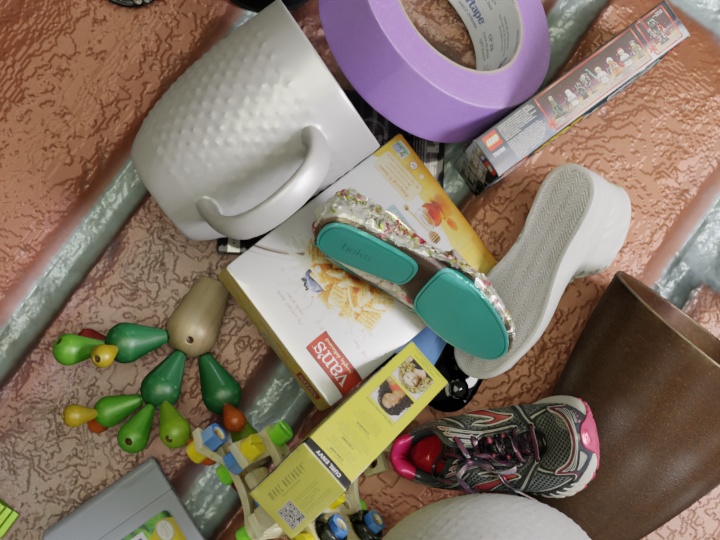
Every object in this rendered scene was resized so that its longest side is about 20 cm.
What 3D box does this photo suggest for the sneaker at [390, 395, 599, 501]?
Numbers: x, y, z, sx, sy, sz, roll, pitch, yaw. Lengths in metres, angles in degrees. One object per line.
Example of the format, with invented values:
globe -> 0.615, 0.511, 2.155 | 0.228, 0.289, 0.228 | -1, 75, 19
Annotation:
sneaker -> 0.110, 0.150, 1.225 | 0.074, 0.199, 0.082 | 4, 75, -42

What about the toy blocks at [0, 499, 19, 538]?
toy blocks -> -0.381, 0.161, 1.233 | 0.199, 0.137, 0.100 | 39, 85, 0

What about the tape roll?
tape roll -> 0.064, -0.211, 1.267 | 0.199, 0.066, 0.202 | 18, 56, -29

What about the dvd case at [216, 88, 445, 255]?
dvd case -> -0.025, -0.085, 1.331 | 0.198, 0.016, 0.151 | 2, 87, -4

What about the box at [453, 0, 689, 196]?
box -> 0.175, -0.143, 1.285 | 0.199, 0.137, 0.040 | -36, 88, -5

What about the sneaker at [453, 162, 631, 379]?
sneaker -> 0.165, 0.009, 1.295 | 0.074, 0.115, 0.201 | 39, 105, 29

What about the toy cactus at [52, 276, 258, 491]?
toy cactus -> -0.157, 0.087, 1.286 | 0.198, 0.102, 0.166 | 25, 66, 1

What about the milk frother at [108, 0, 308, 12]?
milk frother -> -0.127, -0.288, 1.253 | 0.200, 0.188, 0.181 | -42, 88, -5

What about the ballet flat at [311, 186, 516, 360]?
ballet flat -> 0.049, -0.005, 1.228 | 0.199, 0.064, 0.076 | 35, 127, -15

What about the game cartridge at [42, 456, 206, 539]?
game cartridge -> -0.177, 0.268, 1.247 | 0.133, 0.041, 0.200 | -36, 63, -4

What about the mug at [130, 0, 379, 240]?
mug -> -0.087, -0.098, 1.226 | 0.175, 0.200, 0.148 | -35, 126, 4

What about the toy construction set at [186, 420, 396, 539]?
toy construction set -> -0.043, 0.175, 1.243 | 0.092, 0.199, 0.132 | -46, 65, 32

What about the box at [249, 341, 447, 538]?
box -> -0.005, 0.129, 1.183 | 0.050, 0.200, 0.075 | 46, 121, 3

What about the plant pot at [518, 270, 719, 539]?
plant pot -> 0.228, 0.138, 1.263 | 0.186, 0.187, 0.201 | 36, 101, 0

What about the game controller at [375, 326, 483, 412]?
game controller -> 0.027, 0.034, 1.303 | 0.199, 0.042, 0.105 | 33, 86, -9

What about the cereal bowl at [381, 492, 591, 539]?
cereal bowl -> 0.098, 0.243, 1.215 | 0.198, 0.201, 0.084 | 2, 45, -3

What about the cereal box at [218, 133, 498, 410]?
cereal box -> 0.000, 0.000, 1.265 | 0.200, 0.040, 0.144 | -39, 92, -22
